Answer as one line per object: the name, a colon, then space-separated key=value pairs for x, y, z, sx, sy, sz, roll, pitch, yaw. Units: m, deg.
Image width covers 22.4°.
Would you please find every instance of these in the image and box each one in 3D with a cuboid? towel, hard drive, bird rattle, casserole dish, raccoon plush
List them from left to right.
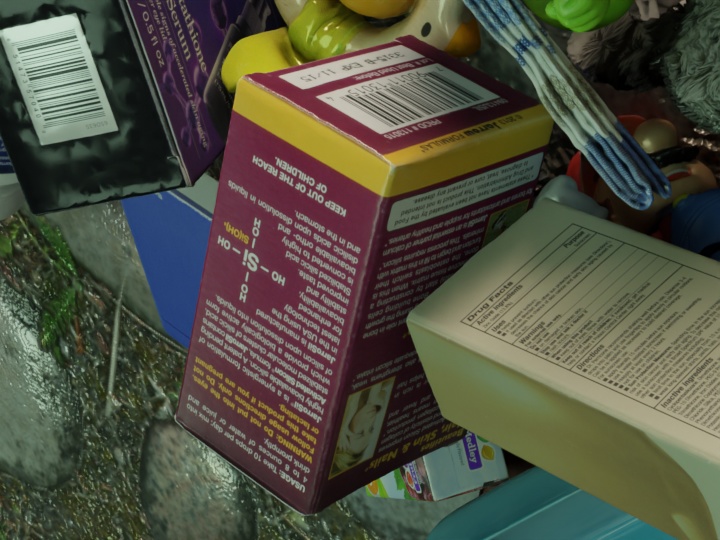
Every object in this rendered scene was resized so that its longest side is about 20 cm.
hard drive: x=-0.101 y=0.004 z=1.211 sx=0.132 sy=0.025 sz=0.200 roll=33 pitch=153 yaw=29
bird rattle: x=-0.007 y=-0.174 z=0.976 sx=0.163 sy=0.113 sz=0.201 roll=-1 pitch=97 yaw=33
towel: x=0.063 y=-0.119 z=0.837 sx=0.024 sy=0.147 sz=0.200 roll=-40 pitch=108 yaw=9
casserole dish: x=0.120 y=0.141 z=1.017 sx=0.200 sy=0.121 sz=0.039 roll=-29 pitch=52 yaw=12
raccoon plush: x=0.206 y=-0.085 z=0.859 sx=0.134 sy=0.097 sz=0.200 roll=37 pitch=179 yaw=-27

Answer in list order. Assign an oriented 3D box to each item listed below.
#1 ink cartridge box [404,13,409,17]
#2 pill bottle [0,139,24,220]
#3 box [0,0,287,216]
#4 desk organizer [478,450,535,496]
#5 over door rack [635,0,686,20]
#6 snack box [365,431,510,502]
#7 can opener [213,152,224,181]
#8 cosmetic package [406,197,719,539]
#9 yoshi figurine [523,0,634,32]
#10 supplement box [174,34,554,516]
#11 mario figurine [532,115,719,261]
ink cartridge box: x=0.013 y=-0.258 z=0.983 sx=0.145 sy=0.048 sz=0.200 roll=42 pitch=138 yaw=22
pill bottle: x=-0.260 y=-0.131 z=1.282 sx=0.120 sy=0.120 sz=0.200 roll=44 pitch=136 yaw=19
box: x=-0.128 y=-0.142 z=1.028 sx=0.104 sy=0.200 sz=0.148 roll=-9 pitch=114 yaw=22
desk organizer: x=0.102 y=0.065 z=1.057 sx=0.077 sy=0.072 sz=0.200 roll=36 pitch=133 yaw=30
over door rack: x=0.154 y=-0.215 z=0.853 sx=0.148 sy=0.067 sz=0.200 roll=-17 pitch=98 yaw=49
snack box: x=0.021 y=0.032 z=1.067 sx=0.142 sy=0.053 sz=0.201 roll=157 pitch=100 yaw=-75
can opener: x=-0.085 y=-0.110 z=1.178 sx=0.066 sy=0.053 sz=0.201 roll=-7 pitch=111 yaw=11
cosmetic package: x=0.128 y=0.047 z=0.808 sx=0.200 sy=0.105 sz=0.071 roll=26 pitch=146 yaw=45
yoshi figurine: x=0.080 y=-0.155 z=0.785 sx=0.112 sy=0.200 sz=0.113 roll=6 pitch=82 yaw=41
supplement box: x=0.000 y=0.000 z=0.905 sx=0.103 sy=0.131 sz=0.200 roll=31 pitch=122 yaw=30
mario figurine: x=0.168 y=-0.033 z=0.896 sx=0.106 sy=0.123 sz=0.200 roll=-61 pitch=35 yaw=4
